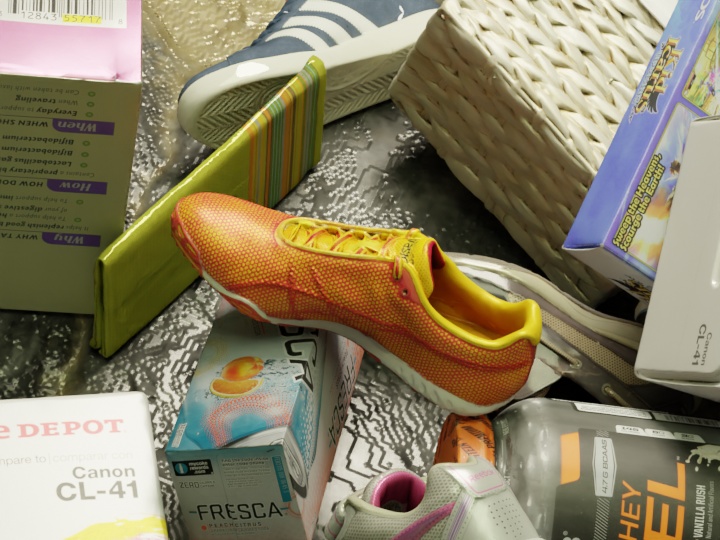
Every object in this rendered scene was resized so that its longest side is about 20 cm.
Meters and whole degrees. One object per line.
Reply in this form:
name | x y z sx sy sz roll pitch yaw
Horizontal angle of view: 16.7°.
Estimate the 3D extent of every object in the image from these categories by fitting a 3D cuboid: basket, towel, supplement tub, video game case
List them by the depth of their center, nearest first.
supplement tub | 0.138 0.133 1.279 0.199 0.123 0.123 6 52 -6
video game case | 0.226 -0.054 1.340 0.181 0.045 0.200 33 75 -24
towel | -0.085 -0.039 1.384 0.018 0.086 0.200 30 53 21
basket | 0.127 -0.092 1.422 0.123 0.136 0.200 -37 81 -26

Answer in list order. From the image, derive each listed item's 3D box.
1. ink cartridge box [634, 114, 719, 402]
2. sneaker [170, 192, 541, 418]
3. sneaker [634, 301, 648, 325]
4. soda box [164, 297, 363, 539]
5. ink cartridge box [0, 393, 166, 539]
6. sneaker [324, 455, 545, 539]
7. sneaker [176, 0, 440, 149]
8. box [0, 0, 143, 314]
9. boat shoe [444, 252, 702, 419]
ink cartridge box | 0.257 0.012 1.282 0.199 0.086 0.148 17 81 -25
sneaker | 0.000 0.000 1.249 0.199 0.077 0.073 23 35 -1
sneaker | 0.247 0.020 1.416 0.199 0.072 0.073 1 69 -19
soda box | -0.045 0.060 1.285 0.063 0.069 0.200 -5 32 13
ink cartridge box | -0.166 0.167 1.203 0.147 0.086 0.201 -3 55 -14
sneaker | 0.019 0.145 1.202 0.081 0.200 0.088 -11 77 -47
sneaker | -0.039 -0.135 1.480 0.200 0.075 0.085 -19 60 -36
box | -0.211 -0.077 1.315 0.175 0.200 0.097 3 52 -9
boat shoe | 0.093 0.051 1.362 0.199 0.075 0.073 18 51 4
